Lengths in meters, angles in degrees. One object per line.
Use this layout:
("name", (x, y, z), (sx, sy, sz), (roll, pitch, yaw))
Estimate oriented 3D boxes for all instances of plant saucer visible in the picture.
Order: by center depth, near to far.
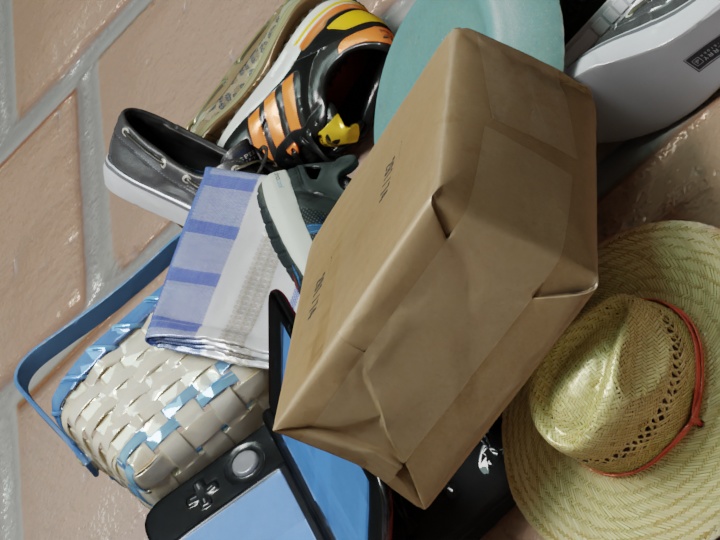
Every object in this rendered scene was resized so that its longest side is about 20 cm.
("plant saucer", (0.058, -0.108, 1.575), (0.200, 0.036, 0.201), (-30, 55, 55))

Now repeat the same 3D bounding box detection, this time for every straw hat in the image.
("straw hat", (0.137, 0.060, 1.364), (0.201, 0.085, 0.202), (-11, 70, 33))

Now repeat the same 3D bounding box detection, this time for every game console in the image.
("game console", (-0.060, 0.145, 1.534), (0.172, 0.119, 0.200), (-36, 43, 5))

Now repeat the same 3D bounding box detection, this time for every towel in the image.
("towel", (-0.031, 0.002, 1.644), (0.199, 0.024, 0.147), (9, 61, 19))

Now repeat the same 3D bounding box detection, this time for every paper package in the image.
("paper package", (0.045, -0.004, 1.411), (0.191, 0.103, 0.200), (-56, 14, 29))

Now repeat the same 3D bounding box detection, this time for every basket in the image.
("basket", (-0.134, 0.074, 1.728), (0.176, 0.139, 0.200), (-39, 49, -1))

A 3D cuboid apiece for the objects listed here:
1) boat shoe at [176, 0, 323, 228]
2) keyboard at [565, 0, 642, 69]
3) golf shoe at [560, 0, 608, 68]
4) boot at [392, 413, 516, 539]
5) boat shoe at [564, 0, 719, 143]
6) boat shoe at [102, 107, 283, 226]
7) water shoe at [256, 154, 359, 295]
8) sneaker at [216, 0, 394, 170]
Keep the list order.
("boat shoe", (-0.078, -0.115, 1.872), (0.200, 0.073, 0.063), (-55, 26, -5))
("keyboard", (0.123, -0.093, 1.580), (0.200, 0.056, 0.011), (-47, 0, 25))
("golf shoe", (0.160, -0.193, 1.590), (0.200, 0.077, 0.088), (-48, 20, 15))
("boot", (0.070, 0.077, 1.534), (0.200, 0.066, 0.165), (-48, 34, 32))
("boat shoe", (0.192, -0.140, 1.503), (0.200, 0.069, 0.057), (-30, 38, 35))
("boat shoe", (-0.090, -0.063, 1.763), (0.200, 0.070, 0.066), (24, 122, 25))
("water shoe", (0.000, 0.000, 1.579), (0.079, 0.072, 0.200), (-23, 53, -7))
("sneaker", (-0.041, -0.096, 1.797), (0.200, 0.070, 0.090), (-59, 32, 7))
